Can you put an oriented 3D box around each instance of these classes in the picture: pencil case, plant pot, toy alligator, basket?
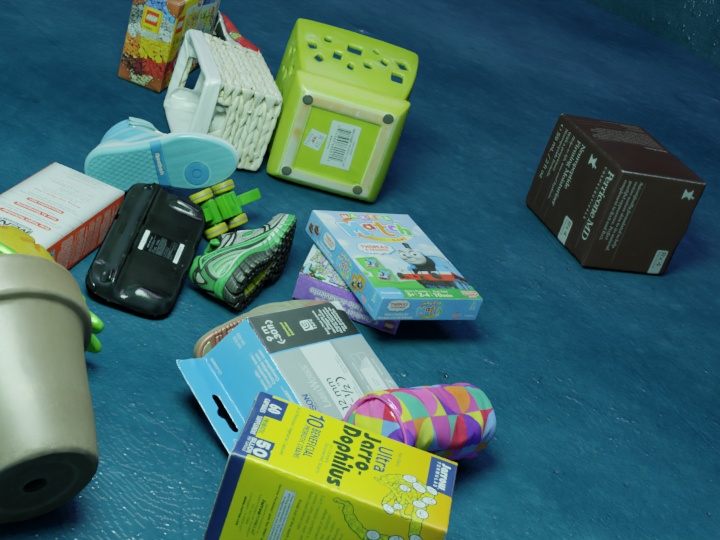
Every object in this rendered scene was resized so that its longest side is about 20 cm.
[{"bbox_3d":[0.061,0.161,1.304,0.088,0.089,0.199,35,20,28],"label":"pencil case"},{"bbox_3d":[-0.307,0.113,1.104,0.199,0.201,0.175,-4,51,-38],"label":"plant pot"},{"bbox_3d":[-0.032,-0.223,1.889,0.197,0.201,0.182,15,32,-9],"label":"plant pot"},{"bbox_3d":[-0.205,-0.067,1.639,0.054,0.060,0.200,-18,8,42],"label":"toy alligator"},{"bbox_3d":[-0.201,-0.244,1.882,0.122,0.136,0.200,12,27,-22],"label":"basket"}]

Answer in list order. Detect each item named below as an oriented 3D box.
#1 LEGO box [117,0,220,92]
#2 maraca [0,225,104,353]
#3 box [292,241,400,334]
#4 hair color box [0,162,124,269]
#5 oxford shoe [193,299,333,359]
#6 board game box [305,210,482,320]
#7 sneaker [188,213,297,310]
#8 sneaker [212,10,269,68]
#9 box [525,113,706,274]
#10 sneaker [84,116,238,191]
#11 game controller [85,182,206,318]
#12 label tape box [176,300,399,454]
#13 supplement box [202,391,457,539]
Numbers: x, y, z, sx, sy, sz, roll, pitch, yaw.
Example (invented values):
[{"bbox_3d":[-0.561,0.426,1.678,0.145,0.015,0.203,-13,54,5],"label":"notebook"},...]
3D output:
[{"bbox_3d":[-0.300,-0.389,2.065,0.077,0.150,0.200,22,27,6],"label":"LEGO box"},{"bbox_3d":[-0.345,0.021,1.297,0.199,0.137,0.107,29,60,3],"label":"maraca"},{"bbox_3d":[0.000,0.000,1.655,0.136,0.039,0.200,20,26,1],"label":"box"},{"bbox_3d":[-0.362,-0.053,1.491,0.101,0.062,0.200,23,26,8],"label":"hair color box"},{"bbox_3d":[-0.113,0.076,1.430,0.073,0.071,0.199,8,14,44],"label":"oxford shoe"},{"bbox_3d":[0.039,-0.008,1.611,0.150,0.037,0.200,1,32,-33],"label":"board game box"},{"bbox_3d":[-0.138,-0.027,1.572,0.085,0.079,0.200,25,28,12],"label":"sneaker"},{"bbox_3d":[-0.212,-0.369,2.193,0.084,0.077,0.200,12,32,-38],"label":"sneaker"},{"bbox_3d":[0.389,-0.119,1.996,0.163,0.167,0.200,6,29,-26],"label":"box"},{"bbox_3d":[-0.258,-0.162,1.704,0.198,0.080,0.131,-2,26,-2],"label":"sneaker"},{"bbox_3d":[-0.246,-0.026,1.505,0.104,0.042,0.201,29,41,-12],"label":"game controller"},{"bbox_3d":[-0.069,0.115,1.326,0.199,0.066,0.144,-8,54,-46],"label":"label tape box"},{"bbox_3d":[-0.025,0.210,1.164,0.199,0.110,0.109,20,26,0],"label":"supplement box"}]
